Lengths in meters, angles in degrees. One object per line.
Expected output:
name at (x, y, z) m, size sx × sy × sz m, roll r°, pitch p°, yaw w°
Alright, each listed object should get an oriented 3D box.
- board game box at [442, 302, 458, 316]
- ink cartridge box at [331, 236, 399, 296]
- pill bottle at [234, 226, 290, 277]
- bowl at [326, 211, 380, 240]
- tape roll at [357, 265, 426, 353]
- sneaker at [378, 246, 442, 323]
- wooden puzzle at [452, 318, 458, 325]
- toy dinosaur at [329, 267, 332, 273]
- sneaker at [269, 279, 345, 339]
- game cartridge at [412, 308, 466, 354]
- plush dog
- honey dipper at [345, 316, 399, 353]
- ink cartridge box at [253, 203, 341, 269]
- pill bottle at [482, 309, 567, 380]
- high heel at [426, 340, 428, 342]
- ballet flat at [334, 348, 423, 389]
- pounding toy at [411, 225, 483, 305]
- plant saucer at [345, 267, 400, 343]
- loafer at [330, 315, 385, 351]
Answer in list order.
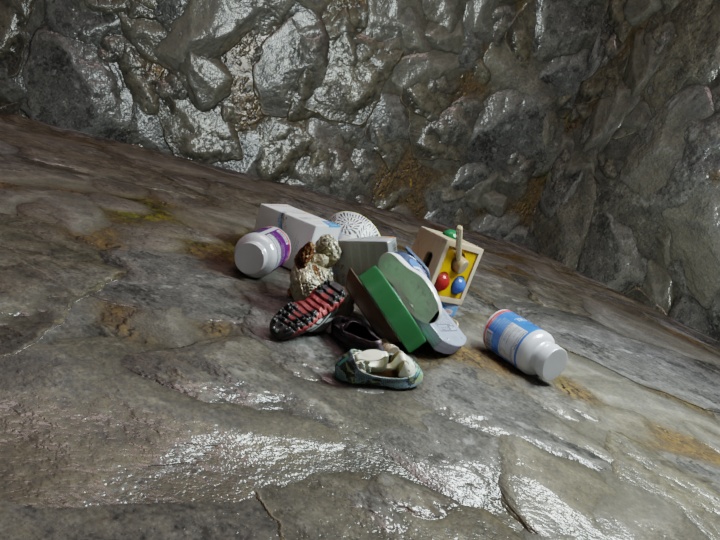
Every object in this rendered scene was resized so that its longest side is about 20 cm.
board game box at (0.142, 0.059, 1.706) m, size 0.150 × 0.037 × 0.200 m, roll 14°, pitch 12°, yaw -35°
ink cartridge box at (0.000, 0.000, 1.554) m, size 0.198 × 0.164 × 0.050 m, roll 5°, pitch 19°, yaw 34°
pill bottle at (-0.252, -0.047, 1.637) m, size 0.111 × 0.114 × 0.200 m, roll 18°, pitch 13°, yaw 5°
bowl at (-0.042, -0.065, 1.914) m, size 0.199 × 0.203 × 0.094 m, roll 21°, pitch 37°, yaw 15°
tape roll at (0.069, 0.084, 1.401) m, size 0.201 × 0.048 × 0.200 m, roll 55°, pitch -1°, yaw 2°
sneaker at (0.137, 0.035, 1.420) m, size 0.200 × 0.081 × 0.146 m, roll 49°, pitch 22°, yaw 27°
wooden puzzle at (0.143, 0.104, 1.685) m, size 0.184 × 0.047 × 0.199 m, roll 27°, pitch 16°, yaw 35°
toy dinosaur at (-0.056, -0.002, 1.676) m, size 0.199 × 0.103 × 0.135 m, roll 37°, pitch 37°, yaw 29°
sneaker at (-0.110, 0.100, 1.318) m, size 0.071 × 0.099 × 0.200 m, roll 35°, pitch 42°, yaw 21°
game cartridge at (0.182, 0.133, 1.495) m, size 0.134 × 0.040 × 0.199 m, roll 50°, pitch 16°, yaw 21°
plush dog at (-0.113, 0.026, 1.464) m, size 0.158 × 0.203 × 0.172 m, roll -15°, pitch -2°, yaw 9°
honey dipper at (0.016, 0.143, 1.385) m, size 0.038 × 0.038 × 0.199 m, roll 9°, pitch 12°, yaw -34°
ink cartridge box at (-0.188, -0.092, 1.838) m, size 0.198 × 0.146 × 0.147 m, roll 23°, pitch 14°, yaw 25°
pill bottle at (0.398, 0.182, 1.551) m, size 0.111 × 0.114 × 0.200 m, roll 8°, pitch 16°, yaw -35°
high heel at (0.108, 0.099, 1.544) m, size 0.067 × 0.097 × 0.199 m, roll 4°, pitch 19°, yaw -47°
ballet flat at (0.049, 0.178, 1.188) m, size 0.198 × 0.075 × 0.074 m, roll 5°, pitch 17°, yaw -34°
pounding toy at (0.217, -0.024, 1.609) m, size 0.183 × 0.202 × 0.142 m, roll 11°, pitch 15°, yaw -44°
plant saucer at (0.020, 0.086, 1.428) m, size 0.201 × 0.036 × 0.200 m, roll 55°, pitch -2°, yaw 2°
loafer at (-0.002, 0.130, 1.309) m, size 0.071 × 0.064 × 0.200 m, roll -14°, pitch 27°, yaw -23°
